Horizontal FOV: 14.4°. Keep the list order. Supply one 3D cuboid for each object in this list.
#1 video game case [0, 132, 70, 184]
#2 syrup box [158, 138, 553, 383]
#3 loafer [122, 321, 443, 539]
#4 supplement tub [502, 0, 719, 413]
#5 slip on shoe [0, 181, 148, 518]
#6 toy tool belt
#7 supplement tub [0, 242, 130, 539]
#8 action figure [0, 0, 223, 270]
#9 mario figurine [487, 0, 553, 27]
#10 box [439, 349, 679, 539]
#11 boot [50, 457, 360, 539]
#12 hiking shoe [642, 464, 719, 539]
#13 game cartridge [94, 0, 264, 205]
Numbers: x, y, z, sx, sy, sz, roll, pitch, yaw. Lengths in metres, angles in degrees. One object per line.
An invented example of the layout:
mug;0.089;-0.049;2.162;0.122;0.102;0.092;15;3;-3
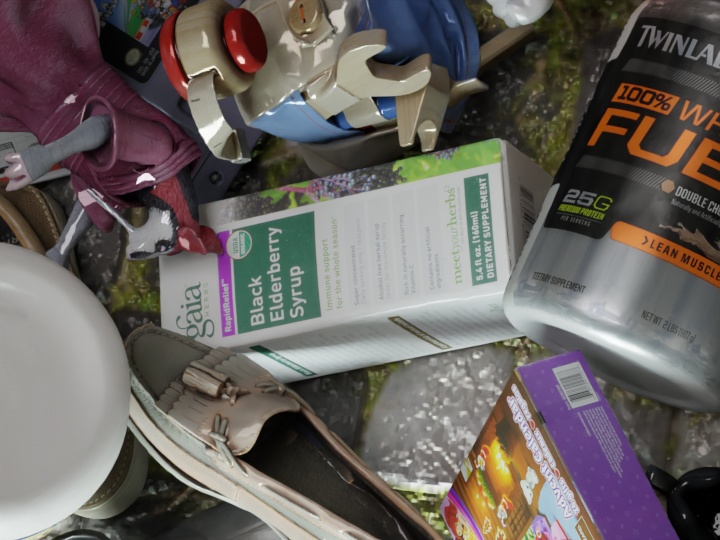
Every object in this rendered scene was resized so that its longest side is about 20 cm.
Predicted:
video game case;-0.194;-0.144;1.551;0.142;0.017;0.201;-12;111;24
syrup box;0.000;0.000;1.443;0.199;0.081;0.079;-11;71;23
loafer;-0.036;0.089;1.386;0.200;0.063;0.072;41;54;7
supplement tub;0.158;-0.045;1.342;0.122;0.122;0.201;20;80;30
slip on shoe;-0.172;0.039;1.535;0.076;0.061;0.201;-25;66;20
toy tool belt;0.000;-0.114;1.408;0.122;0.200;0.126;-18;79;25
supplement tub;-0.201;0.077;1.406;0.143;0.200;0.145;5;74;-16
action figure;-0.139;-0.081;1.439;0.200;0.134;0.149;41;70;0
mario figurine;0.074;-0.173;1.357;0.200;0.123;0.107;24;96;49
box;0.109;0.157;1.321;0.039;0.137;0.201;-14;62;-24
boot;-0.094;0.150;1.423;0.200;0.132;0.070;-36;62;15
hiking shoe;0.217;0.145;1.279;0.199;0.101;0.076;22;88;30
game cartridge;-0.078;-0.146;1.503;0.201;0.129;0.038;-57;25;4
